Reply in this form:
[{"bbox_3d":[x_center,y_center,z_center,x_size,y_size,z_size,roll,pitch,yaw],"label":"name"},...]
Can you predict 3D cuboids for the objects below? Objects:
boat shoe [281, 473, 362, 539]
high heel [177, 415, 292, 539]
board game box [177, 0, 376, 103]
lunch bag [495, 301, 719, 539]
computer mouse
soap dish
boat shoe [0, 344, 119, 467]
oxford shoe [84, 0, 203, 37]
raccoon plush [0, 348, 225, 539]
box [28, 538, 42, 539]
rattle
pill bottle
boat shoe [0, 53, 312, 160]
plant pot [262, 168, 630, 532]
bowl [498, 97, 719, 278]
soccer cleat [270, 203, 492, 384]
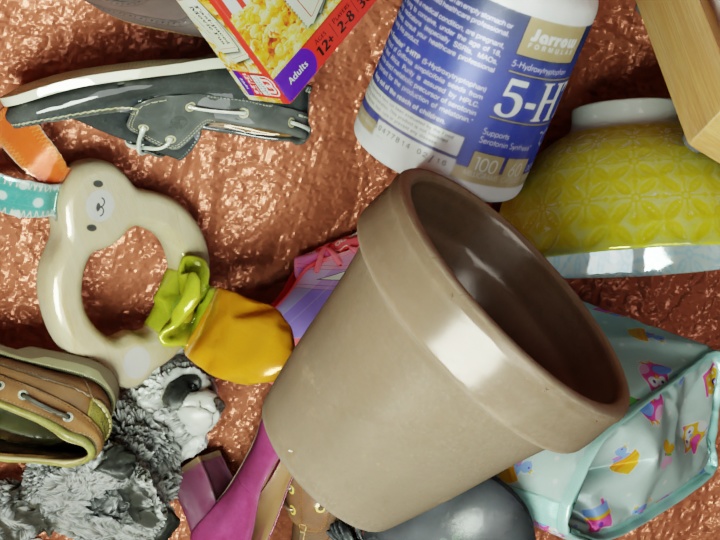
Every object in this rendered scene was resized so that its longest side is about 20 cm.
[{"bbox_3d":[-0.025,0.149,1.750,0.068,0.072,0.200,19,111,-11],"label":"boat shoe"},{"bbox_3d":[-0.043,0.140,1.684,0.200,0.096,0.067,-36,168,37],"label":"high heel"},{"bbox_3d":[-0.064,-0.225,1.512,0.152,0.046,0.200,-52,126,-21],"label":"board game box"},{"bbox_3d":[0.126,0.109,1.678,0.200,0.170,0.122,-32,131,-43],"label":"lunch bag"},{"bbox_3d":[0.049,0.194,1.634,0.138,0.200,0.053,41,56,3],"label":"computer mouse"},{"bbox_3d":[0.266,-0.131,1.638,0.157,0.200,0.081,27,122,-30],"label":"soap dish"},{"bbox_3d":[-0.258,0.083,1.587,0.200,0.068,0.072,4,131,6],"label":"boat shoe"},{"bbox_3d":[-0.150,-0.186,1.521,0.200,0.073,0.071,22,107,-28],"label":"oxford shoe"},{"bbox_3d":[-0.188,0.108,1.678,0.200,0.134,0.097,3,137,14],"label":"raccoon plush"},{"bbox_3d":[-0.256,0.295,1.732,0.095,0.078,0.200,-8,119,-16],"label":"box"},{"bbox_3d":[-0.148,-0.010,1.572,0.130,0.143,0.200,-32,121,-10],"label":"rattle"},{"bbox_3d":[0.084,-0.156,1.595,0.120,0.120,0.200,12,112,-25],"label":"pill bottle"},{"bbox_3d":[-0.127,-0.102,1.567,0.200,0.072,0.068,-6,97,-18],"label":"boat shoe"},{"bbox_3d":[0.038,0.066,1.528,0.200,0.200,0.175,34,112,-31],"label":"plant pot"},{"bbox_3d":[0.184,-0.057,1.669,0.200,0.200,0.108,-1,85,-19],"label":"bowl"},{"bbox_3d":[0.000,0.000,1.683,0.200,0.067,0.076,-38,96,-4],"label":"soccer cleat"}]
